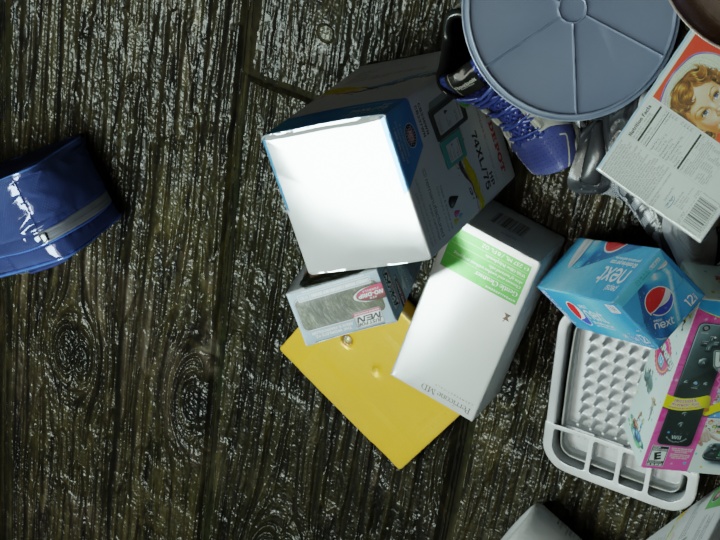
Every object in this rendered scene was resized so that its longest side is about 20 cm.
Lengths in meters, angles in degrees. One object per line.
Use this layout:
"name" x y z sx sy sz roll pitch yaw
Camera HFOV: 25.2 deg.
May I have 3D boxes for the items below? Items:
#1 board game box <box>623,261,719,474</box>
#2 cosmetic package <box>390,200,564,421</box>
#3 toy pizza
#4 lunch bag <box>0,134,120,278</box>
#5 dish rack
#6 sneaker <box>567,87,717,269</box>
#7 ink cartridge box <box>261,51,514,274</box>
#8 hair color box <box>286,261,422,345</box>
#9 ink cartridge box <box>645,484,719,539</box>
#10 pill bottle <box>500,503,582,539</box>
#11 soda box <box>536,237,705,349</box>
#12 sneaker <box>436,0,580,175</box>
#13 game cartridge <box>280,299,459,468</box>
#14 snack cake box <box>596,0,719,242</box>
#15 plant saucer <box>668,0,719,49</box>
"board game box" 0.349 0.097 1.518 0.146 0.064 0.202 6 122 -10
"cosmetic package" 0.119 0.038 1.656 0.107 0.085 0.201 27 118 15
"toy pizza" 0.189 -0.236 1.452 0.198 0.032 0.203 0 98 -1
"lunch bag" -0.395 -0.062 1.917 0.199 0.136 0.133 -14 107 38
"dish rack" 0.279 0.135 1.648 0.170 0.044 0.202 19 124 25
"sneaker" 0.264 -0.070 1.525 0.113 0.075 0.202 -7 105 36
"ink cartridge box" 0.032 -0.110 1.568 0.145 0.200 0.148 -7 112 34
"hair color box" 0.000 0.000 1.637 0.098 0.200 0.061 -16 108 17
"ink cartridge box" 0.338 0.312 1.640 0.084 0.145 0.200 43 131 2
"pill bottle" 0.232 0.361 1.759 0.200 0.114 0.115 41 130 7
"soda box" 0.238 0.018 1.503 0.064 0.068 0.200 44 173 -13
"sneaker" 0.126 -0.172 1.527 0.080 0.115 0.201 -17 105 39
"game cartridge" 0.025 0.105 1.809 0.200 0.032 0.176 44 131 1
"snack cake box" 0.310 -0.139 1.407 0.115 0.067 0.201 37 104 12
"plant saucer" 0.346 -0.273 1.335 0.198 0.032 0.203 -1 88 20
